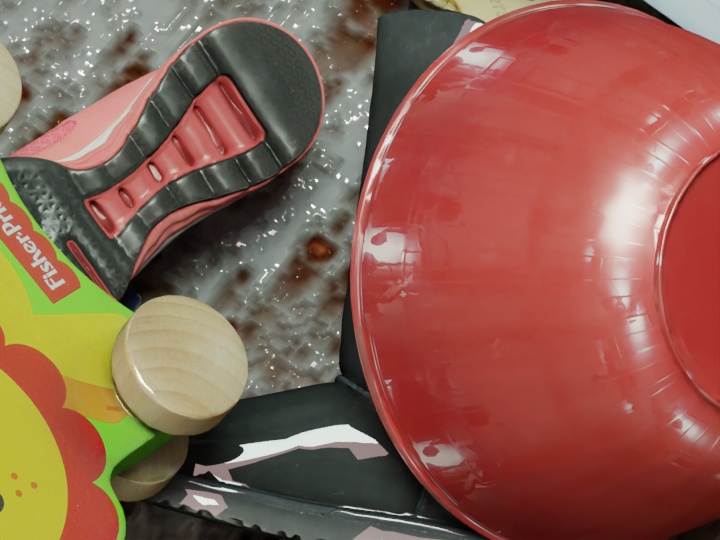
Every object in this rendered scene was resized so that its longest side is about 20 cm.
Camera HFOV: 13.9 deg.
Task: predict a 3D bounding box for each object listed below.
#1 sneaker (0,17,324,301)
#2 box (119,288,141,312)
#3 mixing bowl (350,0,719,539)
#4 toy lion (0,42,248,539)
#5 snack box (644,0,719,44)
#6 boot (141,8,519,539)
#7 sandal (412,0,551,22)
[{"bbox_3d":[-0.104,-0.019,1.109,0.200,0.087,0.074,-32,94,-21],"label":"sneaker"},{"bbox_3d":[-0.163,0.052,1.070,0.121,0.033,0.200,13,31,9],"label":"box"},{"bbox_3d":[0.107,0.004,1.016,0.199,0.108,0.201,0,90,-31],"label":"mixing bowl"},{"bbox_3d":[-0.145,0.035,0.957,0.200,0.069,0.191,51,46,7],"label":"toy lion"},{"bbox_3d":[0.114,-0.170,1.151,0.200,0.053,0.142,38,37,19],"label":"snack box"},{"bbox_3d":[0.001,0.000,1.076,0.164,0.066,0.201,12,84,-5],"label":"boot"},{"bbox_3d":[0.042,-0.131,1.162,0.077,0.070,0.212,-19,65,-6],"label":"sandal"}]
